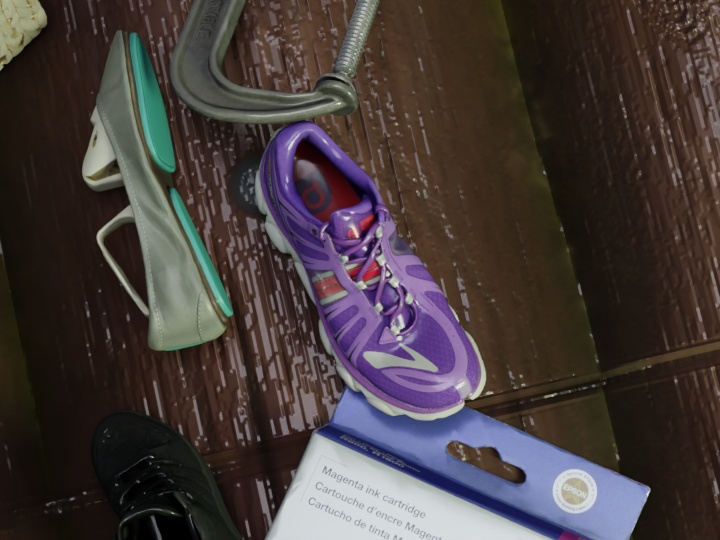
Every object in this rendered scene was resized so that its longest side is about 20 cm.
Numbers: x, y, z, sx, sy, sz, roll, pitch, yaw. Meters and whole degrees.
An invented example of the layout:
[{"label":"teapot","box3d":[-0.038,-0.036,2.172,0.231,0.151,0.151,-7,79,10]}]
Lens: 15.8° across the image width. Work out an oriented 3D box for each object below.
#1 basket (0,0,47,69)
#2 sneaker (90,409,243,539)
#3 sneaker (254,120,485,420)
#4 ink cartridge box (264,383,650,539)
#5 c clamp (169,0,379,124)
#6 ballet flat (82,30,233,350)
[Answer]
[{"label":"basket","box3d":[-0.310,-0.184,1.535,0.161,0.198,0.200,-41,78,-9]},{"label":"sneaker","box3d":[-0.108,0.143,1.472,0.060,0.104,0.200,-39,61,3]},{"label":"sneaker","box3d":[0.000,0.000,1.531,0.080,0.083,0.200,-33,78,-13]},{"label":"ink cartridge box","box3d":[0.043,0.175,1.514,0.196,0.043,0.201,23,81,8]},{"label":"c clamp","box3d":[-0.021,-0.159,1.571,0.170,0.027,0.200,15,56,14]},{"label":"ballet flat","box3d":[-0.135,-0.047,1.562,0.063,0.067,0.201,-20,77,5]}]
